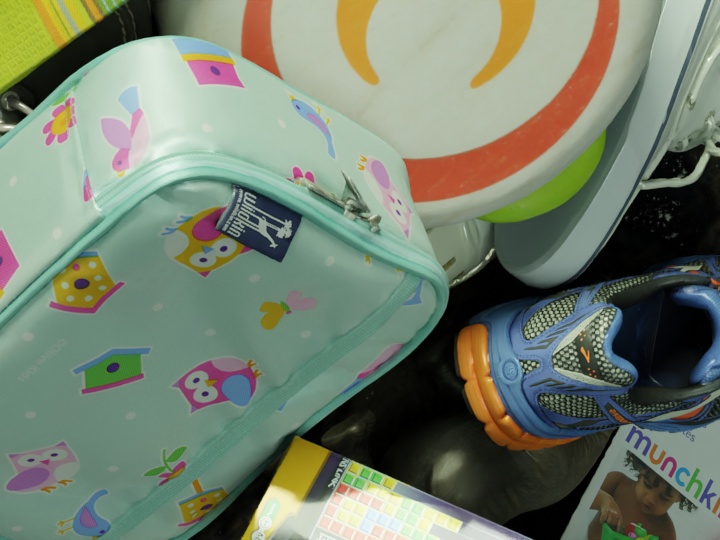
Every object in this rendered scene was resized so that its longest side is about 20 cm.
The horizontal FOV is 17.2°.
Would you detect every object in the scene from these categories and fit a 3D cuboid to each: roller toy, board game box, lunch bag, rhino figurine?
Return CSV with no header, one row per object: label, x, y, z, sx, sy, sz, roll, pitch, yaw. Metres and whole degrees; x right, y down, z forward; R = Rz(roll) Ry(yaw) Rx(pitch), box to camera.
roller toy,0.011,-0.123,0.884,0.182,0.140,0.201,3,120,-15
board game box,0.046,0.151,0.893,0.165,0.200,0.057,21,68,14
lunch bag,-0.072,0.018,0.819,0.200,0.077,0.160,-38,136,24
rhino figurine,0.058,0.066,1.012,0.200,0.060,0.088,-32,103,-20

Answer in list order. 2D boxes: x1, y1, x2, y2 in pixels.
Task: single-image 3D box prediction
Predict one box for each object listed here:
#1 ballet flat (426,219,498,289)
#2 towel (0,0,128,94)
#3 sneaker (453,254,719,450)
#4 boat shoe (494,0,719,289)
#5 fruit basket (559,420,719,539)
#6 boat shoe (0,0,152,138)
ballet flat,0.000,0.000,0.971,0.199,0.062,0.068,-27,114,-6
towel,-0.144,-0.097,0.816,0.200,0.018,0.086,-34,80,16
sneaker,0.131,0.031,0.974,0.200,0.078,0.076,-15,88,-45
boat shoe,0.127,-0.076,0.970,0.086,0.075,0.203,27,81,-32
fruit basket,0.154,0.175,1.047,0.185,0.094,0.200,40,72,-19
boat shoe,-0.134,-0.022,0.855,0.067,0.057,0.200,27,116,-22
